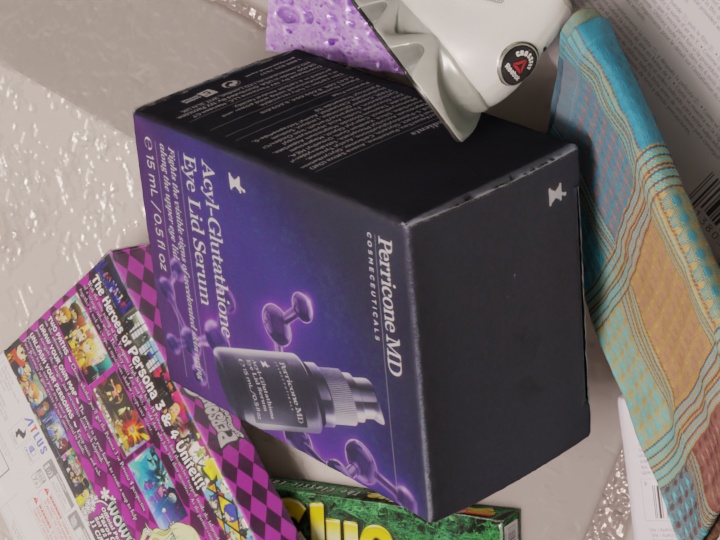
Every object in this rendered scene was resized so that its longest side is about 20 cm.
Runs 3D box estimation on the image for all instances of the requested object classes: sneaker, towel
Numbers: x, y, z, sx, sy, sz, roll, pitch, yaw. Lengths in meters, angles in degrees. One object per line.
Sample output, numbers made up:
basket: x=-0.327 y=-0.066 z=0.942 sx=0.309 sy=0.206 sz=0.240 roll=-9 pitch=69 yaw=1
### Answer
sneaker: x=0.027 y=-0.148 z=0.947 sx=0.088 sy=0.074 sz=0.200 roll=-40 pitch=55 yaw=5
towel: x=0.120 y=0.006 z=0.900 sx=0.147 sy=0.022 sz=0.201 roll=96 pitch=157 yaw=-63

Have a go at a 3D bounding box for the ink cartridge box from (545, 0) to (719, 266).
ink cartridge box: x=0.167 y=-0.107 z=0.895 sx=0.200 sy=0.045 sz=0.176 roll=52 pitch=138 yaw=12

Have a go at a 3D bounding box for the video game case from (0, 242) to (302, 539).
video game case: x=-0.128 y=0.115 z=1.147 sx=0.181 sy=0.036 sz=0.201 roll=-40 pitch=73 yaw=40

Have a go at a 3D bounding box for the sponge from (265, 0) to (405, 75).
sponge: x=0.014 y=-0.196 z=1.007 sx=0.111 sy=0.030 sz=0.201 roll=14 pitch=109 yaw=29

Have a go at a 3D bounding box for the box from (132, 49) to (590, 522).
box: x=0.000 y=0.000 z=0.970 sx=0.200 sy=0.104 sz=0.149 roll=23 pitch=128 yaw=46

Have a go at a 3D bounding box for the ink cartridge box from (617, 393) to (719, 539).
ink cartridge box: x=0.188 y=0.149 z=0.968 sx=0.119 sy=0.042 sz=0.201 roll=-3 pitch=97 yaw=32

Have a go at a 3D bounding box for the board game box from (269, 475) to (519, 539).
board game box: x=-0.007 y=0.164 z=1.109 sx=0.199 sy=0.023 sz=0.105 roll=4 pitch=101 yaw=32
